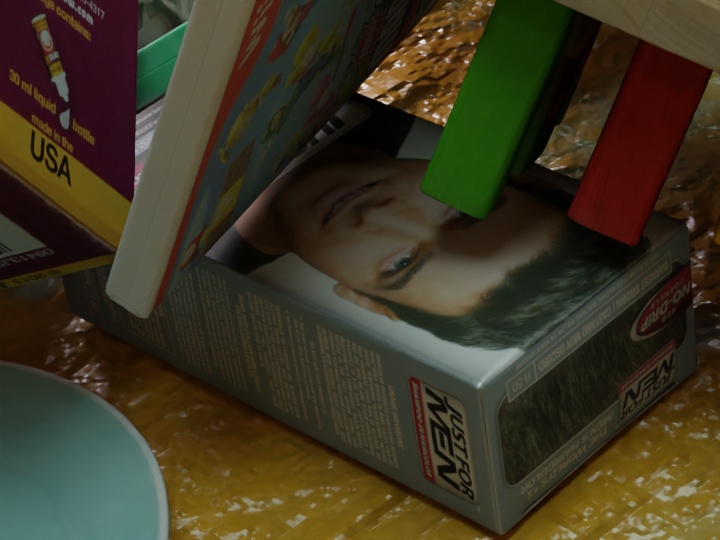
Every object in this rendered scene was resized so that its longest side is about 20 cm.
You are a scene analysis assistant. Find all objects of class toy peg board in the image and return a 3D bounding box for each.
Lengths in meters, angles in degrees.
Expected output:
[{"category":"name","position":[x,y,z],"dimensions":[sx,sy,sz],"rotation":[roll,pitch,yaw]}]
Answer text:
[{"category":"toy peg board","position":[0.120,-0.061,0.823],"dimensions":[0.198,0.098,0.200],"rotation":[24,26,5]}]

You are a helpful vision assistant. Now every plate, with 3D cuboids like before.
[{"category":"plate","position":[-0.152,0.096,0.783],"dimensions":[0.199,0.026,0.201],"rotation":[-7,35,5]}]

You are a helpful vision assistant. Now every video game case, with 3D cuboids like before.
[{"category":"video game case","position":[-0.005,-0.090,0.806],"dimensions":[0.017,0.143,0.200],"rotation":[32,47,9]}]

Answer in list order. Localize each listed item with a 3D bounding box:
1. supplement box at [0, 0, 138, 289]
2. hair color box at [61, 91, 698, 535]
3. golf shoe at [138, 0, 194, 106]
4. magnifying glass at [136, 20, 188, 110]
[{"category":"supplement box","position":[-0.147,-0.097,0.825],"dimensions":[0.130,0.103,0.201],"rotation":[-14,62,23]},{"category":"hair color box","position":[0.000,0.000,0.848],"dimensions":[0.199,0.061,0.099],"rotation":[25,47,38]},{"category":"golf shoe","position":[-0.066,-0.090,0.948],"dimensions":[0.199,0.073,0.092],"rotation":[-16,27,46]},{"category":"magnifying glass","position":[-0.132,-0.030,0.891],"dimensions":[0.199,0.022,0.080],"rotation":[-28,7,11]}]
